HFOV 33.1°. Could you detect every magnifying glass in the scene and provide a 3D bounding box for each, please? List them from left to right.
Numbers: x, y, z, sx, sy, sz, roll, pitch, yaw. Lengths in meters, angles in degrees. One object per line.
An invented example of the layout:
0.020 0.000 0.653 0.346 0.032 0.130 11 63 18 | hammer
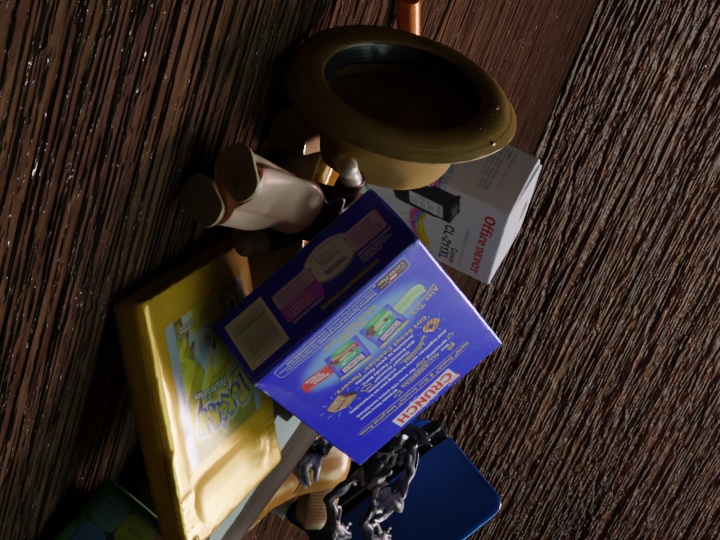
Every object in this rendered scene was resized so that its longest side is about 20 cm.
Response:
0.052 -0.206 1.276 0.022 0.079 0.201 -53 155 -31 | magnifying glass

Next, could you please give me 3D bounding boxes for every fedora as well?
0.028 -0.124 0.999 0.201 0.199 0.082 -51 165 -49 | fedora

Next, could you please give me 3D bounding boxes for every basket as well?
-0.115 0.150 1.125 0.201 0.135 0.181 -56 159 -18 | basket

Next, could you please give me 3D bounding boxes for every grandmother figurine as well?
-0.047 -0.052 0.953 0.120 0.061 0.199 -24 161 25 | grandmother figurine

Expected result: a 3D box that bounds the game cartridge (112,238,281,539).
-0.121 0.094 0.960 0.176 0.032 0.203 -40 123 -63 | game cartridge

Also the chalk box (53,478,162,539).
-0.188 0.258 0.979 0.124 0.124 0.200 -50 167 -14 | chalk box

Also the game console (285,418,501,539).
0.034 0.275 1.401 0.199 0.119 0.171 -34 -175 -15 | game console

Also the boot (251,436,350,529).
-0.103 0.191 1.249 0.071 0.199 0.146 20 -76 63 | boot

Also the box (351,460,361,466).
0.013 0.151 1.424 0.118 0.060 0.200 -63 -176 2 | box

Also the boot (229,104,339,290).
-0.046 -0.064 1.087 0.144 0.070 0.203 -27 136 -62 | boot

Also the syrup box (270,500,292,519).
-0.083 0.185 1.449 0.202 0.078 0.081 -64 -177 -1 | syrup box

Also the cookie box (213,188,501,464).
0.004 0.054 1.000 0.171 0.075 0.200 -41 143 2 | cookie box

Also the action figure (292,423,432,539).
0.001 0.203 1.191 0.102 0.118 0.202 -29 135 -57 | action figure

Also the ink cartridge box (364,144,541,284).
0.076 -0.091 1.282 0.083 0.198 0.146 -58 168 -28 | ink cartridge box

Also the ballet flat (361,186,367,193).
0.000 0.000 1.263 0.057 0.066 0.203 8 -75 63 | ballet flat
